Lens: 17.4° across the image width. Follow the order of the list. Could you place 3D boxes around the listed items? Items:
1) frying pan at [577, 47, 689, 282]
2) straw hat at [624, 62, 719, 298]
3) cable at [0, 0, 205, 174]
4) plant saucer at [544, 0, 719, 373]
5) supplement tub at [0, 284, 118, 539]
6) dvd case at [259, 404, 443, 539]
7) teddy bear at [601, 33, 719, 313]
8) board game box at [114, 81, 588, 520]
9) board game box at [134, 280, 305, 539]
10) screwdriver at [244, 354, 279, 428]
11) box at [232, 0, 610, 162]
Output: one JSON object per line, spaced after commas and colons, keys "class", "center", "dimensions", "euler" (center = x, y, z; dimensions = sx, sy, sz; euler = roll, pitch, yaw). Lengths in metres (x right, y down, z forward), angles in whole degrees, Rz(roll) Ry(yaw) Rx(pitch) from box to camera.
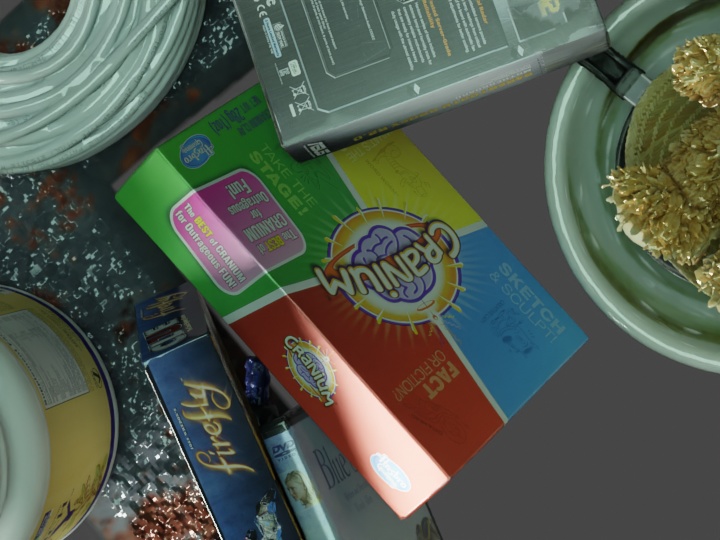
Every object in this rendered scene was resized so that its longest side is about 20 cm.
{"class": "frying pan", "center": [0.158, -0.080, 1.101], "dimensions": [0.115, 0.031, 0.191], "euler": [-29, 92, 8]}
{"class": "straw hat", "center": [0.208, -0.009, 1.039], "dimensions": [0.200, 0.085, 0.202], "euler": [2, 50, -2]}
{"class": "cable", "center": [-0.176, -0.149, 1.173], "dimensions": [0.200, 0.069, 0.200], "euler": [34, 98, 6]}
{"class": "plant saucer", "center": [0.190, -0.051, 1.135], "dimensions": [0.199, 0.050, 0.201], "euler": [0, 93, 9]}
{"class": "supplement tub", "center": [-0.205, 0.083, 1.122], "dimensions": [0.145, 0.200, 0.146], "euler": [0, 93, 8]}
{"class": "dvd case", "center": [0.019, 0.151, 1.123], "dimensions": [0.017, 0.143, 0.201], "euler": [-24, 90, 18]}
{"class": "teddy bear", "center": [0.191, -0.052, 0.973], "dimensions": [0.199, 0.067, 0.145], "euler": [-22, 58, -21]}
{"class": "board game box", "center": [0.000, 0.000, 1.115], "dimensions": [0.200, 0.153, 0.040], "euler": [48, 129, 2]}
{"class": "board game box", "center": [-0.051, 0.112, 1.111], "dimensions": [0.034, 0.136, 0.201], "euler": [-23, 102, -2]}
{"class": "screwdriver", "center": [-0.053, 0.027, 1.182], "dimensions": [0.029, 0.028, 0.201], "euler": [-2, 97, -20]}
{"class": "box", "center": [0.009, -0.171, 1.083], "dimensions": [0.158, 0.048, 0.201], "euler": [-20, 83, 5]}
